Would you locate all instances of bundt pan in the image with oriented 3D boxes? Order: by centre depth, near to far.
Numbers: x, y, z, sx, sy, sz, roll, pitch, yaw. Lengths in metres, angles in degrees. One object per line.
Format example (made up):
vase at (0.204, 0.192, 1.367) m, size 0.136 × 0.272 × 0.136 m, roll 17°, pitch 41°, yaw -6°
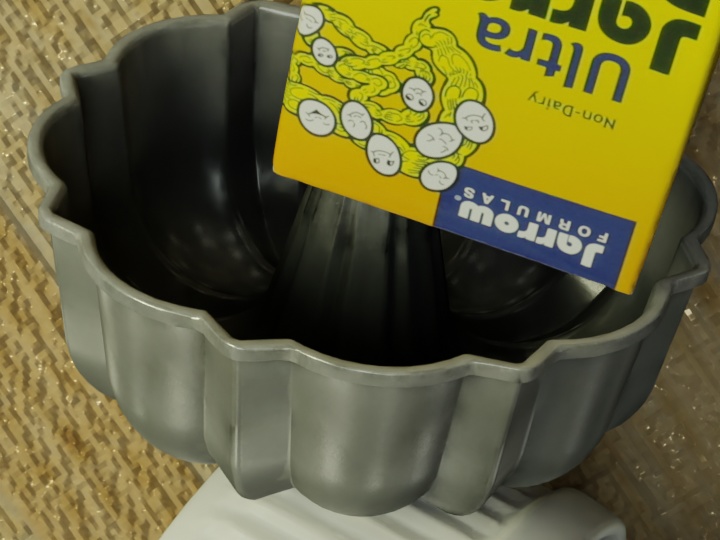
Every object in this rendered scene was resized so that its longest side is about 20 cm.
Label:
bundt pan at (0.000, 0.000, 0.782) m, size 0.201 × 0.202 × 0.076 m, roll 11°, pitch 124°, yaw 5°

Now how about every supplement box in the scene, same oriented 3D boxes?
supplement box at (0.056, -0.113, 0.691) m, size 0.108 × 0.110 × 0.201 m, roll 19°, pitch 133°, yaw 7°

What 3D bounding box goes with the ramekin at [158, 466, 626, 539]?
ramekin at (-0.013, 0.136, 0.816) m, size 0.105 × 0.200 × 0.201 m, roll 30°, pitch 108°, yaw 15°
